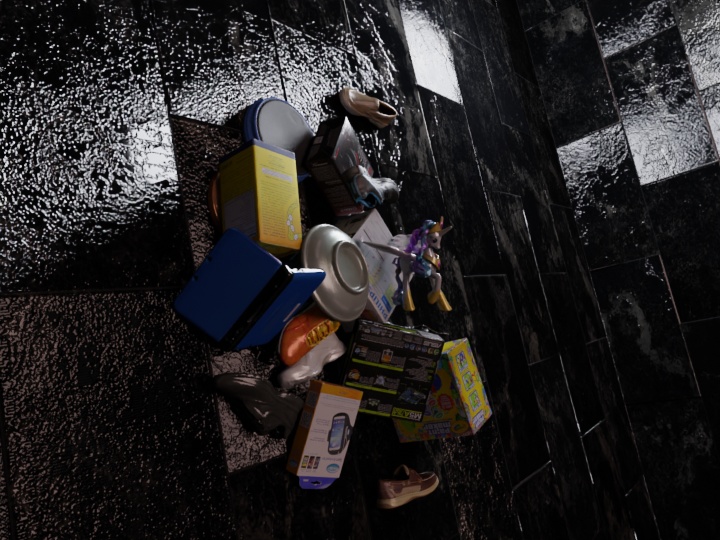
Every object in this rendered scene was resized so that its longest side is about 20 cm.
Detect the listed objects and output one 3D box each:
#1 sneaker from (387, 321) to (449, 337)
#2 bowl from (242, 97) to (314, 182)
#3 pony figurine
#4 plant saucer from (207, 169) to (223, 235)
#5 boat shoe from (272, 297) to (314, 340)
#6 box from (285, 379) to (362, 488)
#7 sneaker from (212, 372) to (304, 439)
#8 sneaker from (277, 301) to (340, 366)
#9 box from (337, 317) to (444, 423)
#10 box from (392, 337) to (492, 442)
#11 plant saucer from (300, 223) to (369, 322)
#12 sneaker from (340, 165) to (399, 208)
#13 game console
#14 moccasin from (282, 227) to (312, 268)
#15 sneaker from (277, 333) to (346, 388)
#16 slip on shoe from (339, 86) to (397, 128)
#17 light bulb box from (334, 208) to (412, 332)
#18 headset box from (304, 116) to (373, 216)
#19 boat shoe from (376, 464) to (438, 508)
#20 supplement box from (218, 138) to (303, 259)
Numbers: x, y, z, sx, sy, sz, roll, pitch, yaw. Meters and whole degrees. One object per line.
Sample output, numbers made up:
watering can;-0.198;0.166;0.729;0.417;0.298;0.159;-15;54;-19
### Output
sneaker;0.126;0.160;1.403;0.200;0.104;0.060;28;54;-43
bowl;-0.175;-0.293;1.267;0.200;0.039;0.201;23;59;-45
pony figurine;0.111;-0.018;1.211;0.166;0.193;0.200;-16;107;-50
plant saucer;-0.220;-0.129;1.150;0.200;0.032;0.201;24;58;-44
boat shoe;-0.131;0.079;1.150;0.201;0.072;0.066;-31;109;-50
box;-0.072;0.323;1.103;0.119;0.041;0.200;24;80;-44
sneaker;-0.184;0.244;1.011;0.200;0.076;0.091;36;56;-35
sneaker;-0.087;0.107;1.084;0.200;0.077;0.073;-49;124;-41
box;0.062;0.216;1.205;0.200;0.048;0.194;13;98;-14
box;0.173;0.284;1.328;0.122;0.200;0.193;-19;90;-56
plant saucer;-0.033;-0.002;1.099;0.200;0.050;0.201;32;48;-45
sneaker;0.028;-0.174;1.300;0.200;0.073;0.082;9;57;-53
game console;-0.190;0.034;0.982;0.118;0.200;0.171;51;24;20
moccasin;-0.131;-0.036;1.172;0.068;0.080;0.200;34;34;-13
sneaker;-0.114;0.166;1.140;0.100;0.078;0.200;60;31;-1
slip on shoe;0.023;-0.458;1.564;0.200;0.061;0.076;21;60;-46
light bulb box;0.000;0.000;1.295;0.198;0.125;0.200;57;40;-20
headset box;-0.042;-0.240;1.350;0.200;0.075;0.149;59;36;-43
boat shoe;0.106;0.478;1.280;0.200;0.072;0.072;0;77;-45
supplement box;-0.190;-0.127;1.071;0.109;0.109;0.200;10;69;-49
